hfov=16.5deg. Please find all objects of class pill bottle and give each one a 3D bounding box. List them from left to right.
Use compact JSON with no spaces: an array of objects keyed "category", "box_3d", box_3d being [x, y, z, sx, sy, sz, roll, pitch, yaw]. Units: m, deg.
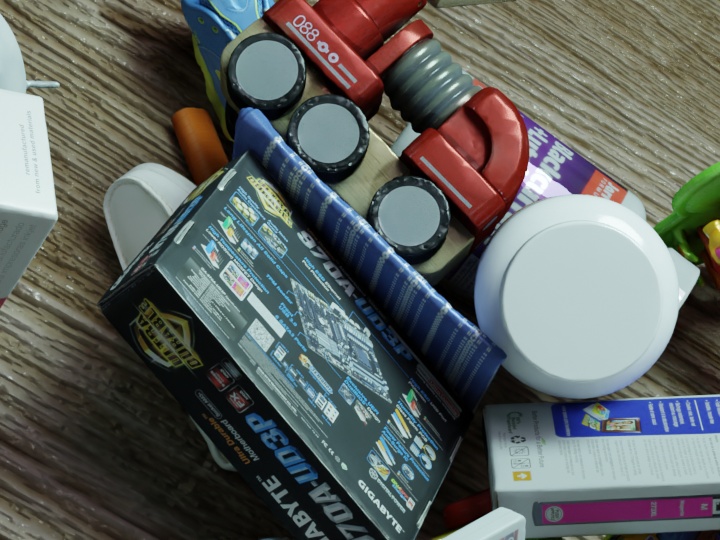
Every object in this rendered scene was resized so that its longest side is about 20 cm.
[{"category":"pill bottle","box_3d":[0.106,-0.025,1.533,0.200,0.111,0.111,36,38,0]},{"category":"pill bottle","box_3d":[0.119,0.014,1.378,0.112,0.112,0.200,36,3,1]}]

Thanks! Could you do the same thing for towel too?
[{"category":"towel","box_3d":[0.000,0.000,1.384,0.200,0.145,0.024,44,72,9]}]

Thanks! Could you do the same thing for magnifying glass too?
[{"category":"magnifying glass","box_3d":[-0.073,-0.017,1.468,0.080,0.022,0.200,4,50,-34]}]

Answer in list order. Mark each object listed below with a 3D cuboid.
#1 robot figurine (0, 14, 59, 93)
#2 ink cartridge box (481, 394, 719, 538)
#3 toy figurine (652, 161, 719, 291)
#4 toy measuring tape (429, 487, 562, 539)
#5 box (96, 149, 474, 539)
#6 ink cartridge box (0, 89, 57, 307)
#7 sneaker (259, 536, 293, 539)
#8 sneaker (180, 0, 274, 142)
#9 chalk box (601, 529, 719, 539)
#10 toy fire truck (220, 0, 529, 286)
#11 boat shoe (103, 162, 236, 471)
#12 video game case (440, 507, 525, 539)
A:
[{"category":"robot figurine","box_3d":[-0.264,-0.099,1.330,0.200,0.113,0.170,-6,24,-41]},{"category":"ink cartridge box","box_3d":[0.166,0.101,1.309,0.200,0.037,0.095,-5,25,2]},{"category":"toy figurine","box_3d":[0.276,0.033,1.571,0.200,0.150,0.184,59,6,-73]},{"category":"toy measuring tape","box_3d":[0.064,0.152,1.302,0.074,0.074,0.200,45,14,11]},{"category":"box","box_3d":[-0.034,0.049,1.298,0.200,0.046,0.159,50,28,-10]},{"category":"ink cartridge box","box_3d":[-0.271,-0.031,1.227,0.200,0.147,0.083,10,49,-28]},{"category":"sneaker","box_3d":[-0.105,0.160,1.213,0.082,0.074,0.200,50,38,15]},{"category":"sneaker","box_3d":[-0.064,-0.118,1.504,0.200,0.076,0.105,56,-3,37]},{"category":"chalk box","box_3d":[0.160,0.207,1.322,0.124,0.125,0.200,40,37,6]},{"category":"toy fire truck","box_3d":[0.039,-0.107,1.435,0.200,0.129,0.176,-43,82,-11]},{"category":"boat shoe","box_3d":[-0.095,0.024,1.364,0.069,0.071,0.200,-10,57,-45]},{"category":"video game case","box_3d":[0.011,0.212,1.201,0.018,0.143,0.200,21,27,34]}]
